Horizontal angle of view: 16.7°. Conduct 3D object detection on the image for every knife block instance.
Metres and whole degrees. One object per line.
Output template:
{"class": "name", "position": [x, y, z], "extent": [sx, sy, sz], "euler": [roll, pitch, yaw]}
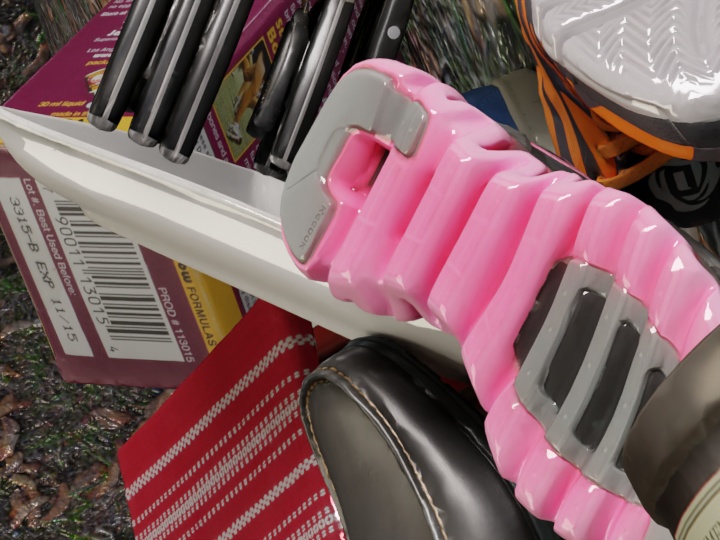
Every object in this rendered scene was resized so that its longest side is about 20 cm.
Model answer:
{"class": "knife block", "position": [-0.032, -0.137, 0.793], "extent": [0.064, 0.175, 0.201], "euler": [-179, 66, -79]}

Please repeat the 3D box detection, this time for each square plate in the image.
{"class": "square plate", "position": [0.000, 0.000, 0.821], "extent": [0.199, 0.029, 0.198], "euler": [24, -175, 23]}

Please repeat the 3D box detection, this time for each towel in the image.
{"class": "towel", "position": [-0.033, 0.120, 0.868], "extent": [0.145, 0.022, 0.201], "euler": [-45, 52, 50]}

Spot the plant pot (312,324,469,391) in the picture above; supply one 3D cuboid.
{"class": "plant pot", "position": [0.040, 0.124, 0.972], "extent": [0.201, 0.199, 0.183], "euler": [77, 173, -48]}

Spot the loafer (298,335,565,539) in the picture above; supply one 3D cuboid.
{"class": "loafer", "position": [0.027, 0.112, 0.696], "extent": [0.201, 0.072, 0.073], "euler": [61, 152, 18]}

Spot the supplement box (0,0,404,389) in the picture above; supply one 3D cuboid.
{"class": "supplement box", "position": [-0.066, -0.057, 1.096], "extent": [0.103, 0.200, 0.131], "euler": [1, 125, 32]}

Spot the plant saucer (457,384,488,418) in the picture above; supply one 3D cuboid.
{"class": "plant saucer", "position": [0.080, 0.124, 0.729], "extent": [0.200, 0.036, 0.201], "euler": [45, 145, 45]}

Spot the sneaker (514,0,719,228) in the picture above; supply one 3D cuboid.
{"class": "sneaker", "position": [0.088, -0.053, 0.662], "extent": [0.200, 0.077, 0.112], "euler": [-106, -6, -62]}

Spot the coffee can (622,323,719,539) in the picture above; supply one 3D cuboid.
{"class": "coffee can", "position": [0.148, 0.082, 0.362], "extent": [0.147, 0.146, 0.201], "euler": [90, 155, -69]}

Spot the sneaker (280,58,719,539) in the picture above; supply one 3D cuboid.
{"class": "sneaker", "position": [0.063, 0.012, 0.644], "extent": [0.095, 0.079, 0.200], "euler": [20, -162, -41]}

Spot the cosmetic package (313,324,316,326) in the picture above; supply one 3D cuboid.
{"class": "cosmetic package", "position": [-0.004, -0.013, 1.264], "extent": [0.200, 0.081, 0.113], "euler": [-136, 24, -66]}

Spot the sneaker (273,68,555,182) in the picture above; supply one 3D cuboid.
{"class": "sneaker", "position": [0.019, -0.028, 0.974], "extent": [0.200, 0.111, 0.077], "euler": [-156, 44, -77]}
